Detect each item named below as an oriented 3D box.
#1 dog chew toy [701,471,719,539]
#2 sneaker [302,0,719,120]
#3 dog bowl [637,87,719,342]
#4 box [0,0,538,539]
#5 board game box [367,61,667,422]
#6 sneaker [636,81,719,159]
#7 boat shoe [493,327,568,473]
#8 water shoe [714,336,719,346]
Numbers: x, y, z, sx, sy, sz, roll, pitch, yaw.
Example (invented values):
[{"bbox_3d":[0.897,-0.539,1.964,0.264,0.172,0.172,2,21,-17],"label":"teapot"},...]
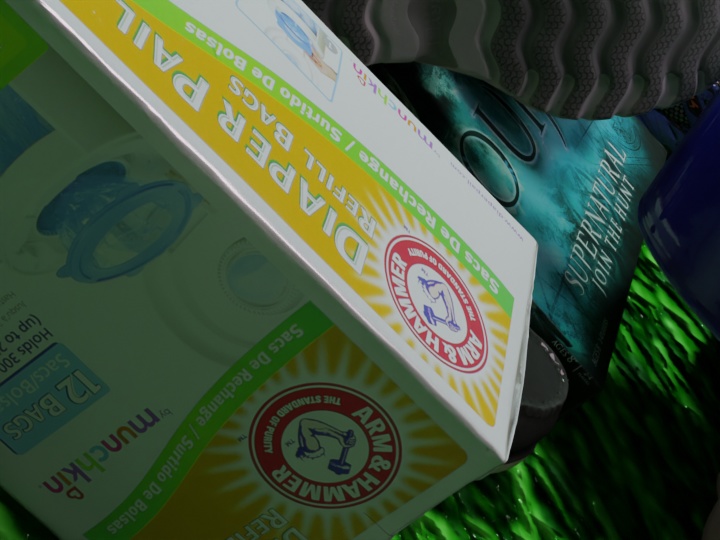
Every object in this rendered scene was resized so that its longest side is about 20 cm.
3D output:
[{"bbox_3d":[0.185,0.141,0.854,0.124,0.125,0.200,4,46,-57],"label":"dog chew toy"},{"bbox_3d":[0.037,-0.106,0.875,0.199,0.075,0.082,8,31,-12],"label":"sneaker"},{"bbox_3d":[0.196,0.007,0.892,0.200,0.079,0.200,33,19,-13],"label":"dog bowl"},{"bbox_3d":[-0.061,-0.017,0.647,0.200,0.112,0.102,45,28,-19],"label":"box"},{"bbox_3d":[0.051,-0.045,0.952,0.135,0.028,0.200,47,27,-12],"label":"board game box"},{"bbox_3d":[0.166,-0.065,1.105,0.200,0.078,0.076,34,33,-34],"label":"sneaker"},{"bbox_3d":[0.001,0.002,0.781,0.201,0.063,0.074,33,30,-37],"label":"boat shoe"},{"bbox_3d":[0.163,0.038,0.996,0.079,0.071,0.200,41,19,-16],"label":"water shoe"}]
